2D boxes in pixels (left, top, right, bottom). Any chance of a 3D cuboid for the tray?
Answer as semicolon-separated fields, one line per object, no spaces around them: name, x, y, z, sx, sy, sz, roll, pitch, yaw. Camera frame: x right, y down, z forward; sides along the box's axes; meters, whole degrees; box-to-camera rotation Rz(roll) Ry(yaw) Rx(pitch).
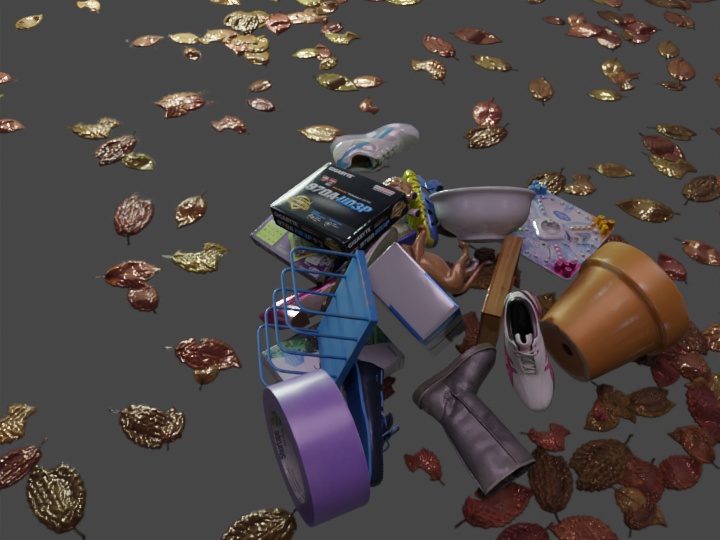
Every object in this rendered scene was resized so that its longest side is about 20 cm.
tray;0.248;0.039;1.345;0.037;0.099;0.201;13;47;13

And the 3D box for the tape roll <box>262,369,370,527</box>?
tape roll;-0.065;0.247;1.059;0.085;0.201;0.200;-17;50;-19

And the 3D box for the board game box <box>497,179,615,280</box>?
board game box;0.383;-0.088;1.526;0.199;0.026;0.200;33;53;24

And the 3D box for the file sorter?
file sorter;-0.073;0.079;1.150;0.122;0.201;0.139;9;44;-20

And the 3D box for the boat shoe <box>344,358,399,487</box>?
boat shoe;0.024;0.228;1.154;0.068;0.084;0.201;10;60;-24

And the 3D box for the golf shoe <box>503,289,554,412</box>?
golf shoe;0.263;0.132;1.216;0.072;0.092;0.201;-12;87;20

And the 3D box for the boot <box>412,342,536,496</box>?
boot;0.201;0.228;1.185;0.181;0.073;0.200;-36;50;-15

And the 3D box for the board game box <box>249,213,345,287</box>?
board game box;-0.100;-0.058;1.379;0.200;0.032;0.120;32;73;39

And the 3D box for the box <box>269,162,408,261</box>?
box;-0.039;-0.109;1.348;0.199;0.046;0.159;27;55;38

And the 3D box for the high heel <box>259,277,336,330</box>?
high heel;-0.084;0.052;1.350;0.096;0.068;0.200;10;35;44

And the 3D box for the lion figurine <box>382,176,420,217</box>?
lion figurine;0.037;-0.108;1.425;0.200;0.073;0.122;-37;35;-24

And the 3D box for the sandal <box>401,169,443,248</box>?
sandal;0.136;-0.125;1.511;0.086;0.080;0.201;6;49;-14

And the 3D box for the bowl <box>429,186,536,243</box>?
bowl;0.230;-0.100;1.424;0.200;0.201;0.091;-1;87;-5

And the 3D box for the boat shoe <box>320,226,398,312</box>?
boat shoe;0.000;0.000;1.315;0.060;0.072;0.202;15;61;32

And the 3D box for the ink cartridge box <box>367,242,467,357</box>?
ink cartridge box;0.091;0.054;1.232;0.084;0.200;0.146;-44;72;-2

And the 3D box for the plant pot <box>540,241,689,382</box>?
plant pot;0.407;0.085;1.268;0.183;0.201;0.200;-35;56;-12

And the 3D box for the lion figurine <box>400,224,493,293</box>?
lion figurine;0.134;-0.003;1.387;0.199;0.073;0.123;19;67;7

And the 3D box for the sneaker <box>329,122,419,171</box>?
sneaker;0.039;-0.259;1.636;0.199;0.077;0.081;-17;58;-11

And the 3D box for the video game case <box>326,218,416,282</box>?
video game case;-0.024;-0.072;1.467;0.199;0.046;0.181;-27;53;-26

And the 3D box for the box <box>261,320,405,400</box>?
box;-0.045;0.149;1.265;0.199;0.036;0.144;-26;54;-27
